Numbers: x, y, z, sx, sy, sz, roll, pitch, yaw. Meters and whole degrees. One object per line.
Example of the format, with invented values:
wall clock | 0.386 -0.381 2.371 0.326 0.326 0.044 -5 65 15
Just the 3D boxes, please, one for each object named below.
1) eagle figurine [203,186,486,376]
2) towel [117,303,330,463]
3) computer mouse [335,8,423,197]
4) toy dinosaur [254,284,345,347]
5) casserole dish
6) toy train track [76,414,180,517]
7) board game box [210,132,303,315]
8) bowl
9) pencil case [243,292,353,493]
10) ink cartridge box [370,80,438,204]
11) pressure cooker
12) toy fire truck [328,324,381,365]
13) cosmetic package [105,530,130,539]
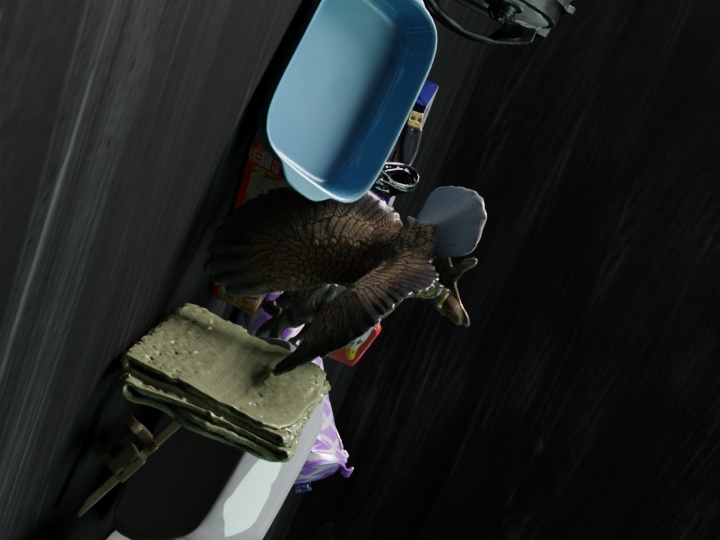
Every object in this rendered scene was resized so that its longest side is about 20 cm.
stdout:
eagle figurine | -0.001 0.008 1.467 0.151 0.199 0.152 -5 -96 49
towel | -0.103 0.086 1.411 0.037 0.148 0.200 -63 179 16
computer mouse | 0.028 -0.159 1.551 0.140 0.046 0.202 20 72 -58
toy dinosaur | -0.043 0.026 1.617 0.102 0.077 0.200 -52 168 -30
casserole dish | -0.015 -0.148 1.456 0.039 0.121 0.201 5 -115 53
toy train track | -0.181 0.134 1.425 0.115 0.033 0.200 -42 -178 -4
board game box | -0.061 -0.081 1.587 0.201 0.046 0.152 110 7 -47
bowl | -0.114 0.160 1.585 0.200 0.074 0.201 -4 -126 59
pencil case | -0.063 0.112 1.810 0.084 0.085 0.202 114 -34 -74
ink cartridge box | 0.000 -0.113 1.808 0.044 0.094 0.201 -59 172 -49
pressure cooker | 0.128 -0.313 1.710 0.179 0.175 0.201 17 95 -82
toy fire truck | -0.019 -0.027 1.756 0.201 0.140 0.049 -65 175 5
cosmetic package | -0.209 0.292 1.729 0.200 0.071 0.106 -45 159 -76
